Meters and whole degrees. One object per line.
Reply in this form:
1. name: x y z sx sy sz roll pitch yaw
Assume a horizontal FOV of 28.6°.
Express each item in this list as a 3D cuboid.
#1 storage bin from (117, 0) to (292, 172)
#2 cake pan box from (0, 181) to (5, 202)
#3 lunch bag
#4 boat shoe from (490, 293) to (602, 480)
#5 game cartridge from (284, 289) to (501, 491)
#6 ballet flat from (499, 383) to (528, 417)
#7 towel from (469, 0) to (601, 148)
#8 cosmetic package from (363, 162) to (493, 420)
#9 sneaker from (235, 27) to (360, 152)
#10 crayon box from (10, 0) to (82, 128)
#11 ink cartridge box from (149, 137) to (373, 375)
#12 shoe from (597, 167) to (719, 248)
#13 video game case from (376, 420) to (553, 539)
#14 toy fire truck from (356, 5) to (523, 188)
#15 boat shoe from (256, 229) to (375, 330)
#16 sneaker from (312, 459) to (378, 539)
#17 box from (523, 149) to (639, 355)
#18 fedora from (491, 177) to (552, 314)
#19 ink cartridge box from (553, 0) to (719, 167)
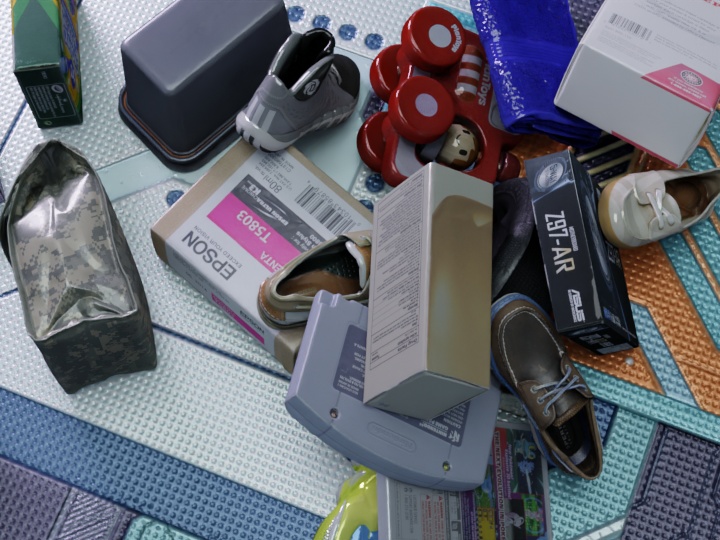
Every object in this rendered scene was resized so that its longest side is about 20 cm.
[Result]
1. storage bin: -0.161 -0.228 1.454 0.200 0.134 0.146 -41 74 -15
2. cake pan box: -0.478 -0.133 1.464 0.183 0.052 0.201 -19 70 -5
3. lunch bag: -0.275 -0.008 1.353 0.117 0.164 0.201 -16 70 -8
4. boat shoe: 0.177 0.107 1.284 0.072 0.200 0.072 -36 29 -7
5. game cartridge: 0.031 0.116 1.269 0.199 0.041 0.134 27 53 -17
6. ballet flat: 0.109 0.091 1.369 0.199 0.072 0.072 11 70 5
7. towel: 0.181 -0.229 1.456 0.147 0.049 0.201 6 63 -46
8. cosmetic package: 0.061 0.019 1.245 0.071 0.105 0.201 17 62 -26
9. sneaker: -0.039 -0.199 1.413 0.075 0.116 0.200 36 39 8
10. crayon box: -0.328 -0.267 1.473 0.051 0.126 0.201 -7 69 -3
11. ink cartridge box: -0.082 -0.024 1.408 0.200 0.075 0.165 40 73 13
12. shoe: 0.297 -0.069 1.376 0.200 0.053 0.070 -18 87 -48
13. video game case: 0.097 0.232 1.296 0.181 0.023 0.201 10 66 -27
14. toy fire truck: 0.097 -0.164 1.451 0.167 0.112 0.201 18 66 -16
15. boat shoe: 0.000 0.000 1.325 0.199 0.068 0.075 -25 80 -15
16. sneaker: 0.035 0.210 1.331 0.105 0.076 0.201 32 72 -7
17. box: 0.210 -0.011 1.326 0.043 0.200 0.161 -13 76 18
18. fedora: 0.134 0.007 1.360 0.091 0.200 0.201 39 72 -15
19. ink cartridge box: 0.301 -0.216 1.432 0.146 0.083 0.200 28 45 7
